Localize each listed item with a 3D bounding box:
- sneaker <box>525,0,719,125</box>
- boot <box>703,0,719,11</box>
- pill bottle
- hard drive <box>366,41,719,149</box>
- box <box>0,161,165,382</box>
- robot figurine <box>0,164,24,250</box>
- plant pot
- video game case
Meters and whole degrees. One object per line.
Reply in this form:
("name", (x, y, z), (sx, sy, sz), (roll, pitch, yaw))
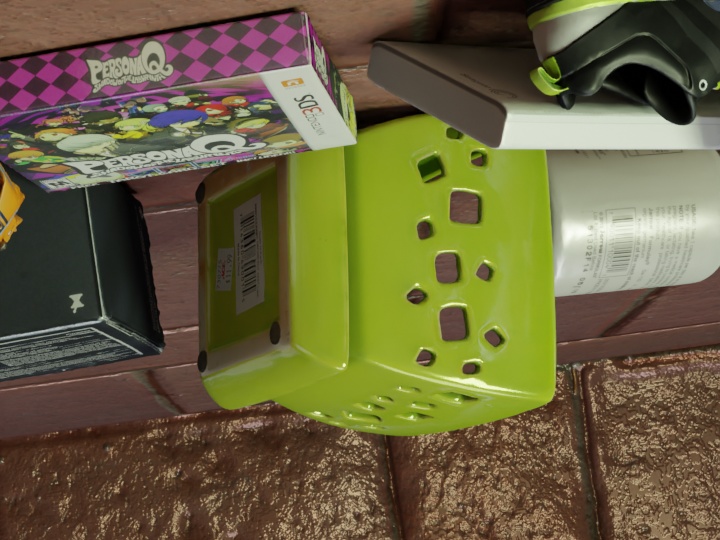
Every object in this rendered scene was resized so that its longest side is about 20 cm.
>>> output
("sneaker", (0.172, -0.116, 0.989), (0.199, 0.083, 0.072), (-4, 170, -24))
("boot", (0.174, -0.144, 0.852), (0.199, 0.075, 0.097), (-3, 167, -40))
("pill bottle", (0.213, -0.044, 1.367), (0.199, 0.115, 0.114), (-5, 171, -16))
("hard drive", (0.122, -0.098, 1.044), (0.199, 0.027, 0.132), (-3, -157, -33))
("box", (-0.253, 0.005, 1.249), (0.199, 0.124, 0.198), (-10, 172, 3))
("robot figurine", (-0.231, -0.067, 0.912), (0.145, 0.058, 0.200), (33, 168, 8))
("plant pot", (0.000, 0.000, 1.234), (0.181, 0.201, 0.199), (6, 166, -29))
("video game case", (-0.111, -0.091, 1.051), (0.199, 0.036, 0.181), (-9, 169, 6))
